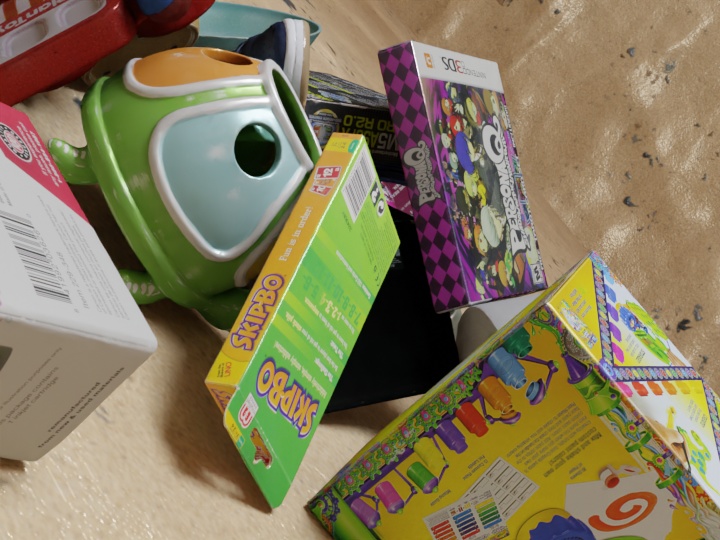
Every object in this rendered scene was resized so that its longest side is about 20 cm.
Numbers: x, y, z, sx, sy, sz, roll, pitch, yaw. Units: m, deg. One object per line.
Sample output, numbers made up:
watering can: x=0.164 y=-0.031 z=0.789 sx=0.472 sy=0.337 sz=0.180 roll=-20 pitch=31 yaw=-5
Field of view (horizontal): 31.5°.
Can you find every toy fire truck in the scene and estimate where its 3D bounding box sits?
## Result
toy fire truck: x=-0.162 y=-0.169 z=0.773 sx=0.113 sy=0.198 sz=0.168 roll=65 pitch=-2 yaw=-36

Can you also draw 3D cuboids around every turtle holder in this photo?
turtle holder: x=-0.087 y=-0.045 z=0.767 sx=0.188 sy=0.130 sz=0.141 roll=67 pitch=9 yaw=8

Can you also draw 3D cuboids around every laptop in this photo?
laptop: x=-0.039 y=0.005 z=0.939 sx=0.186 sy=0.115 sz=0.203 roll=-5 pitch=80 yaw=-49

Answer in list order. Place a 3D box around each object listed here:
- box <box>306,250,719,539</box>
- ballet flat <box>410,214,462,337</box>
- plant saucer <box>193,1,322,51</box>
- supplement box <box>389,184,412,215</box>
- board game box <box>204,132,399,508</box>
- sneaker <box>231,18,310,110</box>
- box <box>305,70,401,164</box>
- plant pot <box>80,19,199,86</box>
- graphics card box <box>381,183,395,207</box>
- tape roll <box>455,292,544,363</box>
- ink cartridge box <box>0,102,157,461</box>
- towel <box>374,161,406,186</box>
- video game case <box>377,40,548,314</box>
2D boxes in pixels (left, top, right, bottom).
box: x=0.113 y=0.135 z=0.746 sx=0.193 sy=0.200 sz=0.122 roll=50 pitch=26 yaw=4
ballet flat: x=0.055 y=0.019 z=1.239 sx=0.201 sy=0.067 sz=0.064 roll=-107 pitch=179 yaw=-58
plant saucer: x=-0.132 y=-0.199 z=1.081 sx=0.197 sy=0.036 sz=0.200 roll=6 pitch=19 yaw=-2
supplement box: x=0.091 y=-0.084 z=1.505 sx=0.200 sy=0.103 sz=0.131 roll=43 pitch=14 yaw=-19
board game box: x=-0.030 y=0.026 z=0.727 sx=0.096 sy=0.030 sz=0.202 roll=68 pitch=35 yaw=-46
sneaker: x=-0.105 y=-0.117 z=0.865 sx=0.107 sy=0.200 sz=0.071 roll=7 pitch=73 yaw=-18
box: x=-0.040 y=-0.139 z=1.098 sx=0.159 sy=0.045 sz=0.199 roll=2 pitch=17 yaw=-38
plant pot: x=-0.201 y=-0.244 z=0.931 sx=0.202 sy=0.185 sz=0.186 roll=65 pitch=16 yaw=7
graphics card box: x=-0.021 y=-0.085 z=1.270 sx=0.125 sy=0.051 sz=0.201 roll=42 pitch=16 yaw=-22
tape roll: x=0.126 y=0.120 z=0.916 sx=0.200 sy=0.065 sz=0.203 roll=171 pitch=-90 yaw=-79
ink cartridge box: x=-0.190 y=-0.015 z=0.483 sx=0.148 sy=0.085 sz=0.199 roll=57 pitch=17 yaw=27
towel: x=-0.026 y=-0.111 z=1.142 sx=0.143 sy=0.024 sz=0.200 roll=8 pitch=15 yaw=-27
video game case: x=0.086 y=-0.073 z=1.013 sx=0.181 sy=0.035 sz=0.203 roll=-5 pitch=82 yaw=-63
